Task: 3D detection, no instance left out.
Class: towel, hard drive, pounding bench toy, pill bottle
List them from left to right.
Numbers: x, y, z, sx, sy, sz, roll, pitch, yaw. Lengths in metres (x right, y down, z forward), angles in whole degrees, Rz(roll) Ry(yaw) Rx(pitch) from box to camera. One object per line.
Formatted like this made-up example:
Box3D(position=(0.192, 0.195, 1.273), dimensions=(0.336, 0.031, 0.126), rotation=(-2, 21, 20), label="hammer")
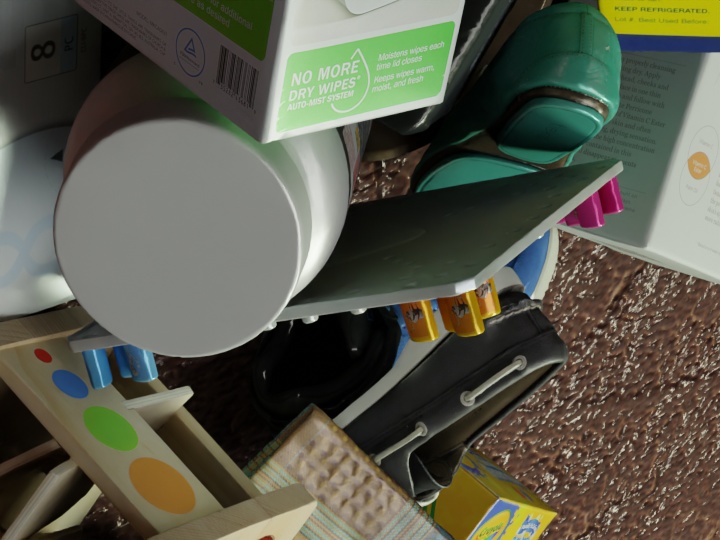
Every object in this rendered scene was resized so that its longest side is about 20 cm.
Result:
Box3D(position=(-0.141, 0.144, 0.886), dimensions=(0.201, 0.156, 0.124), rotation=(-54, 159, 24), label="pounding bench toy")
Box3D(position=(-0.057, -0.049, 0.796), dimensions=(0.200, 0.115, 0.117), rotation=(-78, -173, -67), label="pill bottle")
Box3D(position=(-0.046, 0.182, 0.974), dimensions=(0.200, 0.022, 0.147), rotation=(-45, 108, 1), label="towel")
Box3D(position=(0.054, -0.129, 0.858), dimensions=(0.140, 0.033, 0.200), rotation=(-59, 179, 9), label="hard drive")

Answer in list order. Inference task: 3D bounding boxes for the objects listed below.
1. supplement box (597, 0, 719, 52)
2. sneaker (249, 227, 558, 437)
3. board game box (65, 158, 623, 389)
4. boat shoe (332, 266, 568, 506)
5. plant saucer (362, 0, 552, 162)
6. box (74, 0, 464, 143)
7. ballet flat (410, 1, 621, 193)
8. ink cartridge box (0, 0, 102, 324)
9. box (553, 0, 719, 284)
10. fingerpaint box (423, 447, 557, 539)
Box3D(position=(0.161, -0.203, 0.864), dimensions=(0.201, 0.108, 0.110), rotation=(79, 17, -55), label="supplement box")
Box3D(position=(0.023, 0.019, 1.046), dimensions=(0.200, 0.077, 0.111), rotation=(-42, 152, -3), label="sneaker")
Box3D(position=(0.000, 0.000, 0.874), dimensions=(0.200, 0.198, 0.026), rotation=(-34, 112, -59), label="board game box")
Box3D(position=(0.029, 0.086, 0.996), dimensions=(0.200, 0.060, 0.074), rotation=(-47, 157, 21), label="boat shoe")
Box3D(position=(0.025, -0.148, 0.953), dimensions=(0.199, 0.029, 0.201), rotation=(-27, 137, -28), label="plant saucer")
Box3D(position=(-0.050, -0.175, 0.712), dimensions=(0.096, 0.200, 0.178), rotation=(-16, 129, -38), label="box")
Box3D(position=(0.080, -0.078, 0.962), dimensions=(0.200, 0.067, 0.071), rotation=(136, -31, -67), label="ballet flat")
Box3D(position=(-0.199, -0.037, 0.793), dimensions=(0.199, 0.047, 0.161), rotation=(-22, 134, -37), label="ink cartridge box")
Box3D(position=(0.175, -0.106, 1.047), dimensions=(0.124, 0.097, 0.202), rotation=(18, 91, -51), label="box")
Box3D(position=(0.027, 0.184, 1.140), dimensions=(0.167, 0.073, 0.200), rotation=(-53, 163, 1), label="fingerpaint box")
